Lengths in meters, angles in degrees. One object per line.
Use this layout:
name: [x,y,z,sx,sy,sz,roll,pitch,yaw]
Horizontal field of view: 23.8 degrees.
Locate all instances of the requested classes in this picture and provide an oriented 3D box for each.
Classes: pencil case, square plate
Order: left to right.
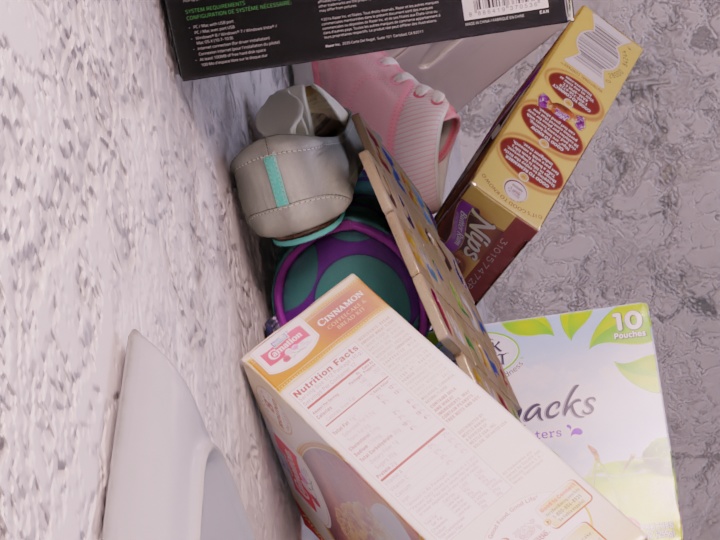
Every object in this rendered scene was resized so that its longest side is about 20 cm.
square plate: [-0.050,0.156,0.580,0.199,0.028,0.201,-92,171,-45]
pencil case: [0.000,0.000,0.952,0.200,0.084,0.093,-70,150,-77]

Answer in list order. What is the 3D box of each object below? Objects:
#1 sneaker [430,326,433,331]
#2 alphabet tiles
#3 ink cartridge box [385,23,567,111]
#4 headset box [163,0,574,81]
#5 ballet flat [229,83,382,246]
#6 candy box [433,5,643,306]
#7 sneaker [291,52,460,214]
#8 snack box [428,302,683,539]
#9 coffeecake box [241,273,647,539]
sneaker: [0.025,0.046,1.128,0.201,0.082,0.078,-92,171,-46]
alphabet tiles: [0.045,0.011,0.878,0.167,0.006,0.200,68,8,19]
ink cartridge box: [0.050,-0.220,1.210,0.083,0.147,0.201,25,40,-41]
headset box: [0.004,-0.169,0.794,0.200,0.173,0.093,-80,161,-68]
ballet flat: [-0.027,-0.067,0.890,0.200,0.067,0.064,-77,148,-75]
candy box: [0.104,-0.070,1.109,0.200,0.056,0.117,-58,-177,-41]
sneaker: [0.010,-0.116,1.099,0.075,0.104,0.202,63,19,-66]
snack box: [0.076,0.104,0.979,0.053,0.199,0.143,66,17,-65]
coffeecake box: [0.044,0.121,0.797,0.200,0.073,0.154,41,-20,36]
